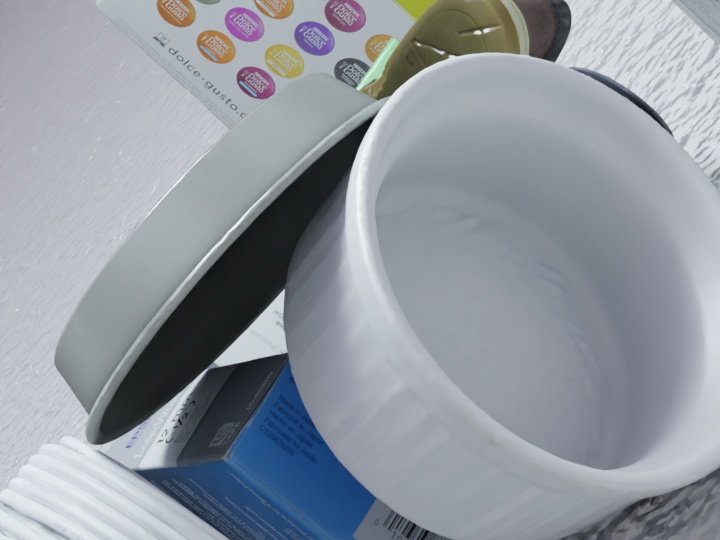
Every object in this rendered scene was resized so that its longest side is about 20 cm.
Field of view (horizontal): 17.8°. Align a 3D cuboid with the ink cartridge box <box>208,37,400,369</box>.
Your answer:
[{"bbox_3d":[0.000,0.000,1.219,0.200,0.084,0.146,-54,-16,-13],"label":"ink cartridge box"}]

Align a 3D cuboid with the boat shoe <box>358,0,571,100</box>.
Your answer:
[{"bbox_3d":[0.031,-0.066,1.076,0.066,0.072,0.201,-11,-22,-37],"label":"boat shoe"}]

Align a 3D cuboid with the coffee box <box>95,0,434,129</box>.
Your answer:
[{"bbox_3d":[-0.032,-0.231,1.656,0.197,0.200,0.200,-32,25,42],"label":"coffee box"}]

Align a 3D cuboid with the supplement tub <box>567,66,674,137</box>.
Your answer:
[{"bbox_3d":[0.071,-0.001,1.114,0.200,0.107,0.107,-55,19,-13],"label":"supplement tub"}]

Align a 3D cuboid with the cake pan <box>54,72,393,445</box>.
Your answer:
[{"bbox_3d":[-0.059,-0.010,0.989,0.200,0.037,0.200,-47,-7,-7],"label":"cake pan"}]

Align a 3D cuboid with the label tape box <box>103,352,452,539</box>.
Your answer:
[{"bbox_3d":[-0.039,0.111,1.094,0.066,0.143,0.200,-57,19,-20],"label":"label tape box"}]

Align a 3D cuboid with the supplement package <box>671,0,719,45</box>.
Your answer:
[{"bbox_3d":[0.211,-0.203,1.106,0.152,0.151,0.200,-50,18,-2],"label":"supplement package"}]

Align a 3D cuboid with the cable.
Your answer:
[{"bbox_3d":[-0.075,0.153,1.011,0.069,0.200,0.200,-53,-12,-13],"label":"cable"}]

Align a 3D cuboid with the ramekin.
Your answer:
[{"bbox_3d":[0.064,0.018,0.963,0.098,0.200,0.201,-43,17,48],"label":"ramekin"}]
